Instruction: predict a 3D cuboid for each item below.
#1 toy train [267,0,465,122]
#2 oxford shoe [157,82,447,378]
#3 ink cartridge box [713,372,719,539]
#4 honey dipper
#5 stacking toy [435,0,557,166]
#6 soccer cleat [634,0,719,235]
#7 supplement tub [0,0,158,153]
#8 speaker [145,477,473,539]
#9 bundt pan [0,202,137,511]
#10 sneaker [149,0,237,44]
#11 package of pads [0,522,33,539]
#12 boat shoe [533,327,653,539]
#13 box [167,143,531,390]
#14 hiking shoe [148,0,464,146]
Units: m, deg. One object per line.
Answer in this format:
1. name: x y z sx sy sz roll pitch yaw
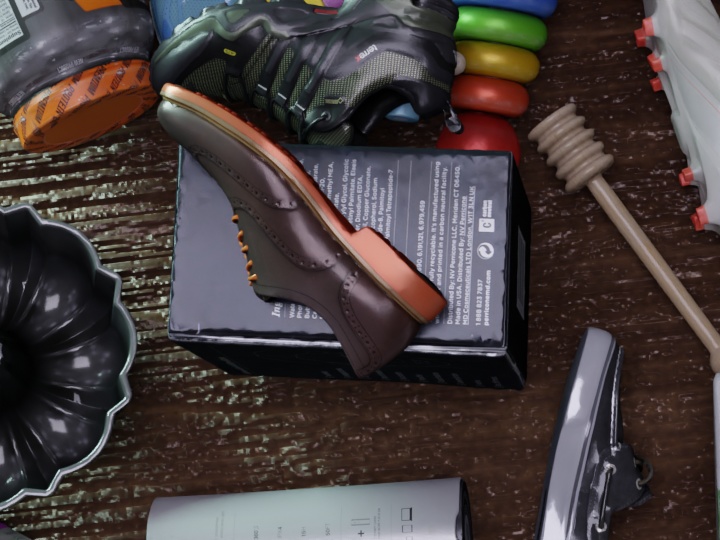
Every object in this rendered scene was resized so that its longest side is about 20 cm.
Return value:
1. toy train: 0.005 -0.191 1.571 0.150 0.056 0.201 2 82 19
2. oxford shoe: -0.048 -0.024 1.361 0.200 0.071 0.073 42 93 11
3. ink cartridge box: 0.315 0.133 1.491 0.199 0.083 0.147 -1 83 8
4. honey dipper: 0.178 -0.016 1.550 0.038 0.038 0.200 -37 82 2
5. stacking toy: 0.088 -0.147 1.558 0.085 0.085 0.201 8 89 8
6. soccer cleat: 0.223 -0.118 1.544 0.077 0.069 0.201 -16 89 0
7. supplement tub: -0.209 -0.184 1.575 0.122 0.123 0.201 -25 82 4
8. speaker: -0.032 0.175 1.533 0.199 0.081 0.082 -5 83 7
9. bundt pan: -0.238 0.061 1.563 0.201 0.076 0.203 0 74 0
10. sneaker: -0.103 -0.227 1.582 0.078 0.090 0.201 2 85 8
11. package of pads: -0.216 0.208 1.492 0.154 0.200 0.068 26 94 8
12. boat shoe: 0.147 0.138 1.522 0.066 0.070 0.201 10 86 1
13. box: 0.000 0.000 1.488 0.196 0.200 0.125 1 82 7
14. hiking shoe: -0.036 -0.112 1.503 0.199 0.076 0.101 -8 76 17
